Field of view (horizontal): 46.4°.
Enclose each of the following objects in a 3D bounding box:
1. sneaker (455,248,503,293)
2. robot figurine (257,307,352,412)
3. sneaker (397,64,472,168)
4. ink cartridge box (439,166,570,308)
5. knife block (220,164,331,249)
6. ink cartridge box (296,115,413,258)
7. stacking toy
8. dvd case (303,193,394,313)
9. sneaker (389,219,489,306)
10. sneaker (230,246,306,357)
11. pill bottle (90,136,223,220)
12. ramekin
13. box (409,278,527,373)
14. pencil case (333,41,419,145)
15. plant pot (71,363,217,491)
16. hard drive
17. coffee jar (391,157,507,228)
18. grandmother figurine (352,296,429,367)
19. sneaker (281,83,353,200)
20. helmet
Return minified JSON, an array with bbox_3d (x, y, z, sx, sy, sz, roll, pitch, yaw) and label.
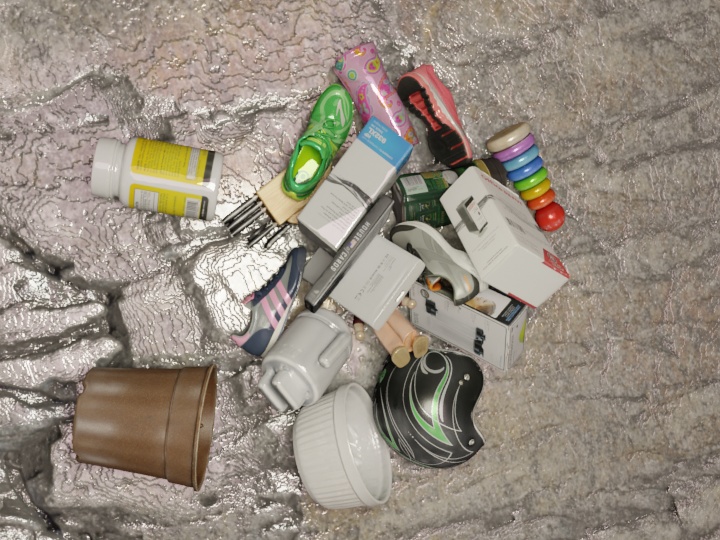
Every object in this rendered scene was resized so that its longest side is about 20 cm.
[{"bbox_3d":[0.203,0.009,1.482,0.198,0.081,0.075,16,89,-11],"label":"sneaker"},{"bbox_3d":[-0.085,0.140,1.386,0.113,0.168,0.200,56,47,-20],"label":"robot figurine"},{"bbox_3d":[0.148,-0.273,1.472,0.087,0.073,0.201,-48,113,-37],"label":"sneaker"},{"bbox_3d":[0.229,-0.054,1.356,0.146,0.201,0.083,26,120,-37],"label":"ink cartridge box"},{"bbox_3d":[-0.142,-0.131,1.423,0.173,0.064,0.203,8,90,-11],"label":"knife block"},{"bbox_3d":[-0.010,-0.127,1.337,0.083,0.145,0.201,36,85,1],"label":"ink cartridge box"},{"bbox_3d":[0.304,-0.159,1.505,0.085,0.085,0.201,-31,102,-8],"label":"stacking toy"},{"bbox_3d":[-0.020,-0.022,1.319,0.025,0.150,0.201,37,82,2],"label":"dvd case"},{"bbox_3d":[0.115,-0.015,1.373,0.079,0.074,0.200,-39,54,-21],"label":"sneaker"},{"bbox_3d":[-0.154,0.045,1.422,0.081,0.070,0.202,22,85,-11],"label":"sneaker"},{"bbox_3d":[-0.327,-0.152,1.363,0.197,0.114,0.116,10,90,-11],"label":"pill bottle"},{"bbox_3d":[-0.032,0.296,1.389,0.104,0.200,0.202,-18,95,15],"label":"ramekin"},{"bbox_3d":[0.178,0.075,1.409,0.060,0.199,0.118,-42,143,-32],"label":"box"},{"bbox_3d":[0.027,-0.286,1.442,0.087,0.087,0.202,-27,97,-9],"label":"pencil case"},{"bbox_3d":[-0.340,0.240,1.337,0.196,0.200,0.203,6,90,-4],"label":"plant pot"},{"bbox_3d":[0.000,0.000,1.397,0.132,0.199,0.026,-53,137,-5],"label":"hard drive"},{"bbox_3d":[0.157,-0.130,1.459,0.197,0.086,0.105,-12,133,-10],"label":"coffee jar"},{"bbox_3d":[0.038,0.073,1.411,0.120,0.200,0.061,-19,133,-24],"label":"grandmother figurine"},{"bbox_3d":[-0.063,-0.206,1.362,0.073,0.084,0.202,24,85,-9],"label":"sneaker"},{"bbox_3d":[0.118,0.234,1.419,0.198,0.200,0.193,12,78,-11],"label":"helmet"}]
